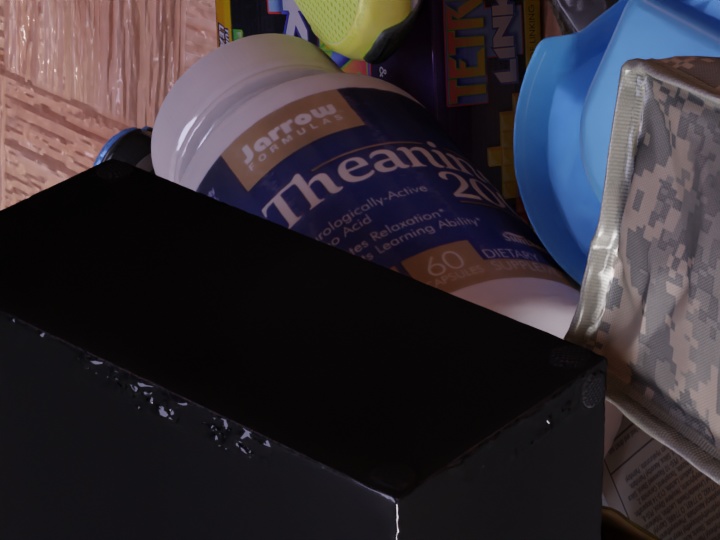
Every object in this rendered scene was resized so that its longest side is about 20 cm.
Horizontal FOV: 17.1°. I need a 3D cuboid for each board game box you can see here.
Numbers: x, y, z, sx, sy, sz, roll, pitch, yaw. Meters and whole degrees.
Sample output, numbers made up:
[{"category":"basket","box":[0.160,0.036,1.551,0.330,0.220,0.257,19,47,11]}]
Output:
[{"category":"board game box","box":[0.003,-0.119,0.977,0.165,0.057,0.201,11,106,57]}]

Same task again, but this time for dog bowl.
[{"category":"dog bowl","box":[0.125,-0.082,0.756,0.111,0.050,0.200,34,108,35]}]

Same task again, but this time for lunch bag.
[{"category":"lunch bag","box":[0.180,0.021,0.634,0.200,0.164,0.118,34,120,50]}]

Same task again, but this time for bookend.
[{"category":"bookend","box":[-0.033,0.096,0.726,0.198,0.092,0.200,21,126,36]}]

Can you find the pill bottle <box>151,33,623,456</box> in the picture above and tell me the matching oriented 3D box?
[{"category":"pill bottle","box":[0.000,0.000,0.842,0.200,0.111,0.111,53,138,45]}]

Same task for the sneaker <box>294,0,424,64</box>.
[{"category":"sneaker","box":[-0.041,-0.161,0.903,0.078,0.090,0.200,-49,58,46]}]

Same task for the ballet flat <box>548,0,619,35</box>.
[{"category":"ballet flat","box":[0.103,-0.080,0.838,0.046,0.067,0.200,26,-131,-80]}]

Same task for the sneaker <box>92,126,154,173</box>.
[{"category":"sneaker","box":[-0.080,0.029,1.132,0.083,0.071,0.200,0,102,52]}]

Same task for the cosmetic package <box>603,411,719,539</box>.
[{"category":"cosmetic package","box":[0.158,0.114,0.774,0.104,0.073,0.200,-47,59,50]}]

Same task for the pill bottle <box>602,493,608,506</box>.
[{"category":"pill bottle","box":[0.028,0.074,0.927,0.200,0.114,0.114,38,127,47]}]

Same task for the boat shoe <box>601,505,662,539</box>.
[{"category":"boat shoe","box":[0.110,0.123,0.717,0.200,0.072,0.068,18,103,47]}]
